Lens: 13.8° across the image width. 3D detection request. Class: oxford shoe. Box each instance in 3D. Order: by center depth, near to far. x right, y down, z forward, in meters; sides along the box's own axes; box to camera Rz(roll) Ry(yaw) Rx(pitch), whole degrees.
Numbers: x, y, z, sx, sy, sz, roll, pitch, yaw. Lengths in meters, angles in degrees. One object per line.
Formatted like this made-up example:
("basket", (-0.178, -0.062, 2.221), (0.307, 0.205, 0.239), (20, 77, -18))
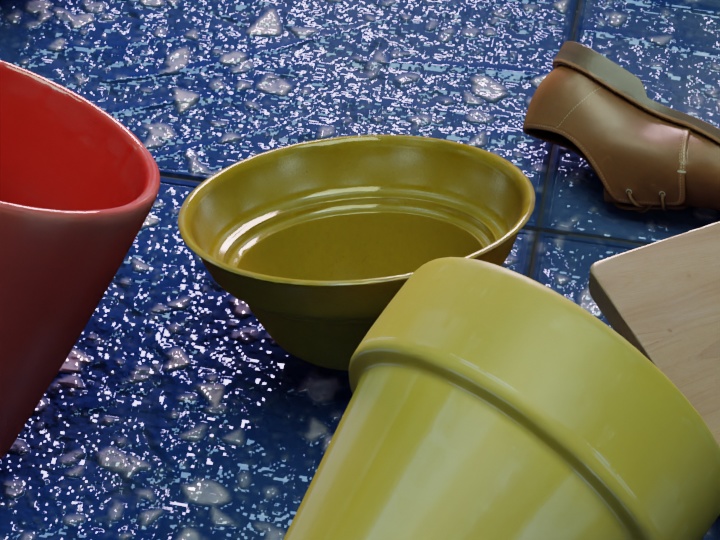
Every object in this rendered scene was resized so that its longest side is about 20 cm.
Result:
("oxford shoe", (0.185, -0.058, 1.764), (0.199, 0.071, 0.071), (31, 81, 24))

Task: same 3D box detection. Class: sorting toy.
("sorting toy", (0.255, 0.058, 1.642), (0.199, 0.070, 0.199), (-17, 50, -18))

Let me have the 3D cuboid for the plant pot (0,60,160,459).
("plant pot", (-0.226, -0.001, 1.577), (0.199, 0.178, 0.201), (18, 22, -8))

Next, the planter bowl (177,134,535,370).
("planter bowl", (0.000, 0.000, 1.660), (0.199, 0.084, 0.201), (-3, 26, 1))

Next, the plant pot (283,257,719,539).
("plant pot", (0.055, 0.129, 1.500), (0.200, 0.201, 0.189), (29, 69, 23))
